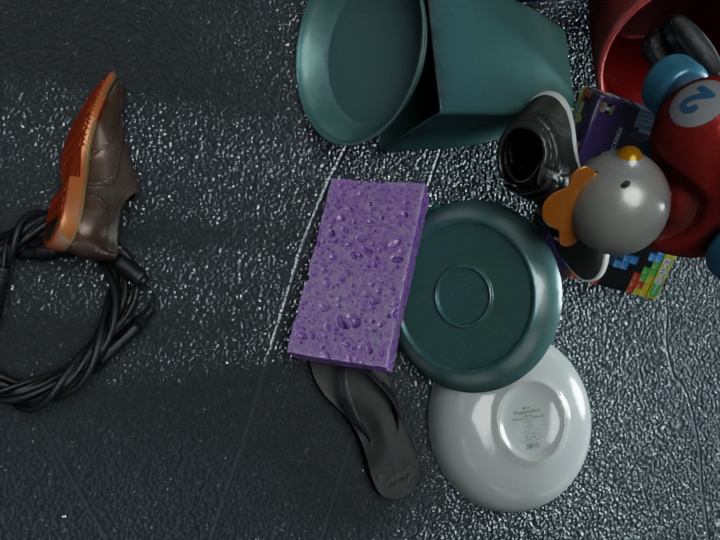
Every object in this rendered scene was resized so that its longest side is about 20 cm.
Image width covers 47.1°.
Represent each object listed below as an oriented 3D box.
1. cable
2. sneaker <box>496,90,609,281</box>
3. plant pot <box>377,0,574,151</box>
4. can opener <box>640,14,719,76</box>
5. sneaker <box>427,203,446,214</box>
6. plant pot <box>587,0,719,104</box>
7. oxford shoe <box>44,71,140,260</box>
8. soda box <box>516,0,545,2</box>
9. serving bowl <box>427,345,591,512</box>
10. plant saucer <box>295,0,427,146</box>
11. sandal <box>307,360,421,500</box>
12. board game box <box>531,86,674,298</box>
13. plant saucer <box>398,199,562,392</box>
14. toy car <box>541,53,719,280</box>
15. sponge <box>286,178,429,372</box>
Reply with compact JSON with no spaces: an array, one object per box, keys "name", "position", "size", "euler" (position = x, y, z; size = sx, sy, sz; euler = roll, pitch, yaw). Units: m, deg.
[{"name":"cable","position":[-0.307,0.037,0.794],"size":[0.200,0.051,0.164],"euler":[-43,95,-17]},{"name":"sneaker","position":[0.190,-0.071,0.834],"size":[0.099,0.070,0.204],"euler":[-30,105,-45]},{"name":"plant pot","position":[0.131,-0.218,0.918],"size":[0.196,0.141,0.145],"euler":[-3,83,-25]},{"name":"can opener","position":[0.358,-0.169,0.849],"size":[0.063,0.079,0.202],"euler":[-32,96,23]},{"name":"sneaker","position":[0.143,0.008,0.922],"size":[0.090,0.078,0.202],"euler":[-18,68,-47]},{"name":"plant pot","position":[0.349,-0.286,0.953],"size":[0.196,0.202,0.180],"euler":[12,44,-14]},{"name":"oxford shoe","position":[-0.256,-0.103,0.821],"size":[0.072,0.071,0.204],"euler":[21,62,-32]},{"name":"soda box","position":[0.177,-0.334,0.915],"size":[0.063,0.197,0.072],"euler":[-26,119,-53]},{"name":"serving bowl","position":[0.175,0.166,0.911],"size":[0.196,0.066,0.205],"euler":[2,82,-16]},{"name":"plant saucer","position":[0.005,-0.232,0.867],"size":[0.036,0.198,0.205],"euler":[0,81,-43]},{"name":"sandal","position":[0.011,0.144,0.876],"size":[0.075,0.043,0.203],"euler":[-29,91,-18]},{"name":"board game box","position":[0.294,-0.084,0.930],"size":[0.162,0.057,0.204],"euler":[12,111,-15]},{"name":"plant saucer","position":[0.110,0.027,0.865],"size":[0.196,0.027,0.205],"euler":[0,90,27]},{"name":"toy car","position":[0.261,-0.083,0.756],"size":[0.196,0.180,0.186],"euler":[-10,40,-15]},{"name":"sponge","position":[0.000,0.000,0.864],"size":[0.109,0.030,0.204],"euler":[7,71,19]}]
